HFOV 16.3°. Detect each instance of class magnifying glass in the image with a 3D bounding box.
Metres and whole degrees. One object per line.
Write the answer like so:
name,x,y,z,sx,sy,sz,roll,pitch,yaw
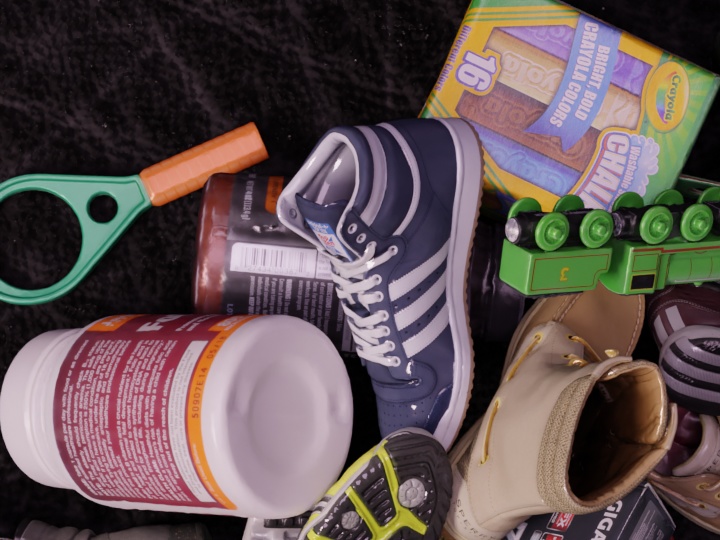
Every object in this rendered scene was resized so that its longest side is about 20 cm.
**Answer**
magnifying glass,-0.152,-0.042,1.565,0.199,0.022,0.080,-24,85,-1

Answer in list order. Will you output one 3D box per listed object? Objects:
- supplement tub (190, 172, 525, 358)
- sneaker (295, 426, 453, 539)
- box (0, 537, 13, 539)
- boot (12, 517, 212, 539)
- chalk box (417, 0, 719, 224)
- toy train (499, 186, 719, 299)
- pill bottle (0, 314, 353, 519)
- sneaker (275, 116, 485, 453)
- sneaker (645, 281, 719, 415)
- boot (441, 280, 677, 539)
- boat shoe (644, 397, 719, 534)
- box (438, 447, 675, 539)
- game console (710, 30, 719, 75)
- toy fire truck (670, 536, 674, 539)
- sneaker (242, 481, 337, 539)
supplement tub,0.000,0.000,1.519,0.199,0.107,0.108,5,84,-1
sneaker,-0.020,0.169,1.425,0.075,0.076,0.201,27,103,-25
box,-0.313,0.176,1.497,0.199,0.070,0.065,7,84,10
boot,-0.152,0.248,1.519,0.130,0.068,0.201,-4,79,6
chalk box,0.138,-0.075,1.520,0.199,0.124,0.124,26,84,3
toy train,0.166,-0.015,1.433,0.199,0.042,0.057,-3,110,-30
pill bottle,-0.111,0.082,1.458,0.199,0.114,0.115,-1,82,43
sneaker,0.007,0.012,1.408,0.108,0.070,0.201,1,96,-41
sneaker,0.257,0.043,1.539,0.199,0.116,0.076,19,120,-28
boot,0.131,0.064,1.411,0.073,0.155,0.200,43,63,-11
boat shoe,0.204,0.112,1.530,0.199,0.066,0.074,25,85,2
box,0.071,0.204,1.455,0.158,0.046,0.201,7,56,42
game console,0.305,-0.070,1.501,0.116,0.176,0.201,-30,82,4
toy fire truck,0.113,0.246,1.507,0.199,0.112,0.169,-17,59,-2
sneaker,-0.047,0.206,1.517,0.075,0.081,0.201,7,104,-13
